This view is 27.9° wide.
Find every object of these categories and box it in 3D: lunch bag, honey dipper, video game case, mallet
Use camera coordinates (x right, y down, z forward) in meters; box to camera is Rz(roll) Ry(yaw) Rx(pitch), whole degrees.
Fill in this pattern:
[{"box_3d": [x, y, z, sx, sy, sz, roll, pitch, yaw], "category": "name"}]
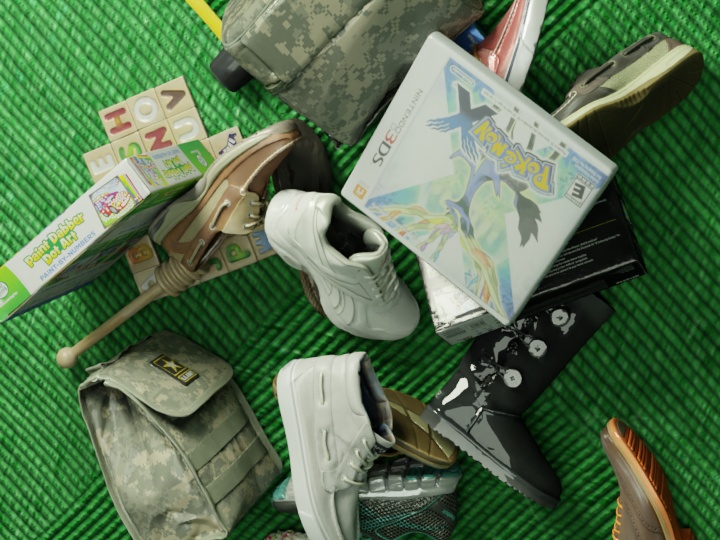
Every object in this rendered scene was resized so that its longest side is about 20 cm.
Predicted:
[{"box_3d": [-0.184, 0.160, 1.437, 0.117, 0.164, 0.201, -27, 95, 21], "category": "lunch bag"}, {"box_3d": [-0.239, 0.041, 1.488, 0.200, 0.038, 0.038, -35, 92, 20], "category": "honey dipper"}, {"box_3d": [-0.007, -0.224, 1.293, 0.168, 0.140, 0.200, 41, 107, -20], "category": "lunch bag"}, {"box_3d": [0.099, -0.078, 1.274, 0.200, 0.022, 0.183, 38, 123, 12], "category": "video game case"}, {"box_3d": [-0.170, -0.259, 1.420, 0.200, 0.041, 0.066, 42, 103, 6], "category": "mallet"}]

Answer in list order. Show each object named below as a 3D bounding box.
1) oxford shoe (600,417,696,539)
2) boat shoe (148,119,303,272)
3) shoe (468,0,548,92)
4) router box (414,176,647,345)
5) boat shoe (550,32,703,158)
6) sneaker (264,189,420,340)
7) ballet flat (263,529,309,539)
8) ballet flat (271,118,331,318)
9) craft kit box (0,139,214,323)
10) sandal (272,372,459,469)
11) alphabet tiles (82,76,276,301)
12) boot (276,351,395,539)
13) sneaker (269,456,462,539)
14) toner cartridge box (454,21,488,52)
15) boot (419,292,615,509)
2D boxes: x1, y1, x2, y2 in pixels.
[{"box_3d": [0.270, 0.240, 1.406, 0.073, 0.071, 0.201, -24, 96, 20], "category": "oxford shoe"}, {"box_3d": [-0.118, -0.069, 1.385, 0.200, 0.076, 0.072, -39, 87, 34], "category": "boat shoe"}, {"box_3d": [0.104, -0.177, 1.312, 0.091, 0.071, 0.201, 19, 106, 5], "category": "shoe"}, {"box_3d": [0.149, -0.035, 1.354, 0.199, 0.051, 0.150, -20, 67, 15], "category": "router box"}, {"box_3d": [0.218, -0.150, 1.309, 0.200, 0.072, 0.066, -33, 50, -15], "category": "boat shoe"}, {"box_3d": [0.000, 0.000, 1.370, 0.099, 0.078, 0.200, -4, 141, 49], "category": "sneaker"}, {"box_3d": [-0.016, 0.328, 1.487, 0.199, 0.064, 0.076, 24, 106, 7], "category": "ballet flat"}, {"box_3d": [-0.052, -0.050, 1.428, 0.046, 0.067, 0.201, -3, 105, 57], "category": "ballet flat"}, {"box_3d": [-0.244, -0.041, 1.384, 0.197, 0.200, 0.049, -36, 91, 16], "category": "craft kit box"}, {"box_3d": [0.004, 0.153, 1.445, 0.199, 0.080, 0.054, 19, 120, 9], "category": "sandal"}, {"box_3d": [-0.185, -0.085, 1.470, 0.166, 0.008, 0.201, -20, 97, 15], "category": "alphabet tiles"}, {"box_3d": [-0.012, 0.177, 1.370, 0.095, 0.073, 0.201, -12, 94, 26], "category": "boot"}, {"box_3d": [0.007, 0.242, 1.462, 0.199, 0.078, 0.092, -4, 104, 14], "category": "sneaker"}, {"box_3d": [0.054, -0.228, 1.372, 0.095, 0.043, 0.200, -40, 91, 17], "category": "toner cartridge box"}, {"box_3d": [0.178, 0.107, 1.398, 0.164, 0.066, 0.200, 36, 92, -6], "category": "boot"}]
